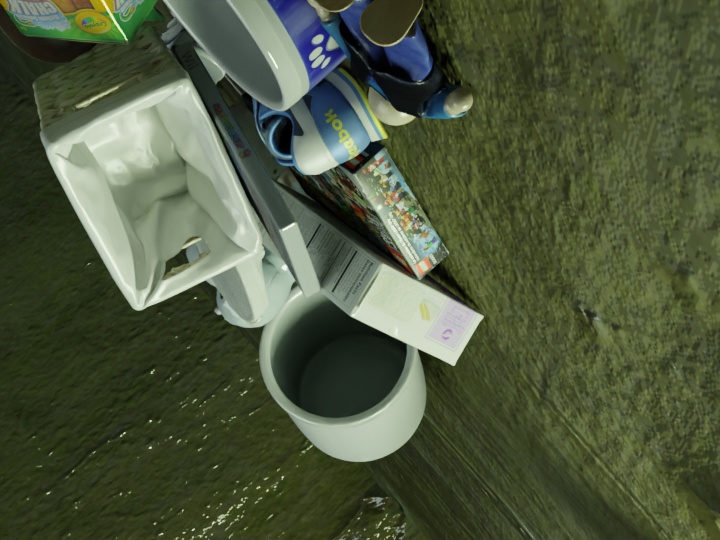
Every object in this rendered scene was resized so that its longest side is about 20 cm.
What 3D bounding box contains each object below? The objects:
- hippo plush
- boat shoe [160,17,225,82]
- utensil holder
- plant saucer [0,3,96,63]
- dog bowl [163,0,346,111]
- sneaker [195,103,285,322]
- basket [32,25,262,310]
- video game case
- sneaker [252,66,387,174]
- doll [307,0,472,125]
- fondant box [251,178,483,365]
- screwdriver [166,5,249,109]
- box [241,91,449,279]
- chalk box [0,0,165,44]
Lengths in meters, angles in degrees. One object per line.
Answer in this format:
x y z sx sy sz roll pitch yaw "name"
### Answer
-0.096 -0.019 1.816 0.200 0.161 0.159 53 170 -21 "hippo plush"
-0.145 -0.205 1.613 0.073 0.065 0.200 32 170 -19 "boat shoe"
-0.014 0.113 1.952 0.170 0.170 0.200 46 172 18 "utensil holder"
-0.266 -0.285 1.570 0.032 0.201 0.200 1 142 31 "plant saucer"
-0.089 -0.216 1.270 0.200 0.079 0.200 48 171 10 "dog bowl"
-0.106 -0.059 1.698 0.074 0.115 0.200 9 126 55 "sneaker"
-0.188 -0.092 1.531 0.123 0.135 0.200 59 173 51 "basket"
-0.096 -0.085 1.517 0.200 0.018 0.143 59 174 24 "video game case"
-0.058 -0.137 1.430 0.074 0.082 0.200 54 172 -34 "sneaker"
0.014 -0.146 1.158 0.136 0.049 0.200 37 174 16 "doll"
0.000 0.000 1.623 0.144 0.058 0.200 27 -172 -42 "fondant box"
-0.119 -0.180 1.706 0.029 0.028 0.200 -19 115 47 "screwdriver"
-0.015 -0.086 1.561 0.200 0.038 0.137 38 165 50 "box"
-0.234 -0.270 1.464 0.124 0.124 0.200 7 145 33 "chalk box"
